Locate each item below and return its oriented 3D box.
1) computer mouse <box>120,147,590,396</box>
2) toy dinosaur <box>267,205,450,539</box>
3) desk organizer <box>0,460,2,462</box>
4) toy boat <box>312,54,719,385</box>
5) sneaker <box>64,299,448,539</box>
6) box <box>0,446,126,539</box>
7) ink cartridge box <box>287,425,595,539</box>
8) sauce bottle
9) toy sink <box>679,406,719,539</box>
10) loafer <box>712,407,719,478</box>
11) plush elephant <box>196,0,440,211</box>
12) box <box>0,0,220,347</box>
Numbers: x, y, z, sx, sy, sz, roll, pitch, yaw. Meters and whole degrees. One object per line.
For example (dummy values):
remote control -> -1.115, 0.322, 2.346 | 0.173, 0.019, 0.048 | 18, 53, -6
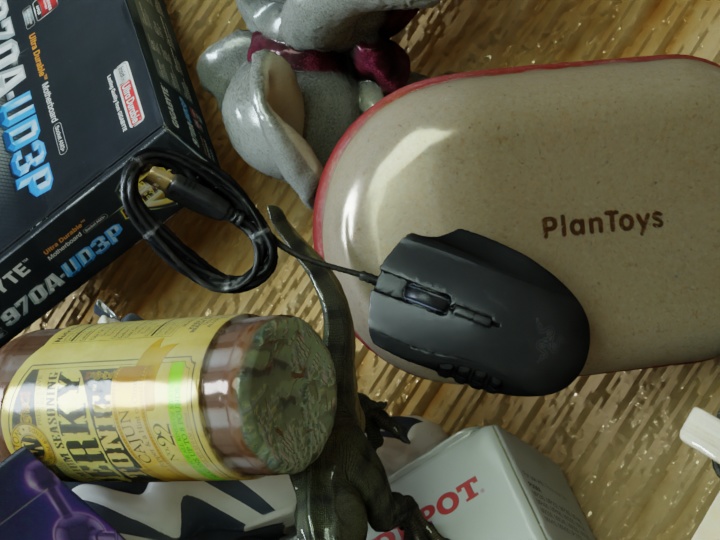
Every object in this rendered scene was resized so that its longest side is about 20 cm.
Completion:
computer mouse -> 0.000, 0.000, 0.951 | 0.199, 0.034, 0.059 | 19, 89, -11
toy dinosaur -> -0.004, 0.078, 0.978 | 0.047, 0.088, 0.201 | -13, 67, 27
desk organizer -> -0.167, 0.082, 1.175 | 0.199, 0.072, 0.077 | -3, 70, 28
toy boat -> 0.076, -0.021, 1.050 | 0.199, 0.131, 0.131 | -5, 92, -11
sneaker -> -0.065, 0.063, 1.064 | 0.198, 0.080, 0.130 | -17, 70, -20
box -> -0.117, 0.192, 0.915 | 0.200, 0.148, 0.104 | 40, 140, 13
ink cartridge box -> 0.050, 0.188, 1.012 | 0.145, 0.083, 0.201 | -33, 60, 15
sauce bottle -> -0.104, 0.053, 0.965 | 0.199, 0.065, 0.065 | -6, 71, 37
toy sink -> 0.179, 0.149, 0.881 | 0.130, 0.200, 0.112 | 31, 90, 37
loafer -> 0.210, 0.011, 0.990 | 0.073, 0.072, 0.201 | 27, 87, 33
plush elephant -> -0.008, -0.106, 1.112 | 0.199, 0.155, 0.165 | -9, 21, -8
box -> -0.160, -0.071, 1.201 | 0.159, 0.046, 0.200 | -36, 42, 15
